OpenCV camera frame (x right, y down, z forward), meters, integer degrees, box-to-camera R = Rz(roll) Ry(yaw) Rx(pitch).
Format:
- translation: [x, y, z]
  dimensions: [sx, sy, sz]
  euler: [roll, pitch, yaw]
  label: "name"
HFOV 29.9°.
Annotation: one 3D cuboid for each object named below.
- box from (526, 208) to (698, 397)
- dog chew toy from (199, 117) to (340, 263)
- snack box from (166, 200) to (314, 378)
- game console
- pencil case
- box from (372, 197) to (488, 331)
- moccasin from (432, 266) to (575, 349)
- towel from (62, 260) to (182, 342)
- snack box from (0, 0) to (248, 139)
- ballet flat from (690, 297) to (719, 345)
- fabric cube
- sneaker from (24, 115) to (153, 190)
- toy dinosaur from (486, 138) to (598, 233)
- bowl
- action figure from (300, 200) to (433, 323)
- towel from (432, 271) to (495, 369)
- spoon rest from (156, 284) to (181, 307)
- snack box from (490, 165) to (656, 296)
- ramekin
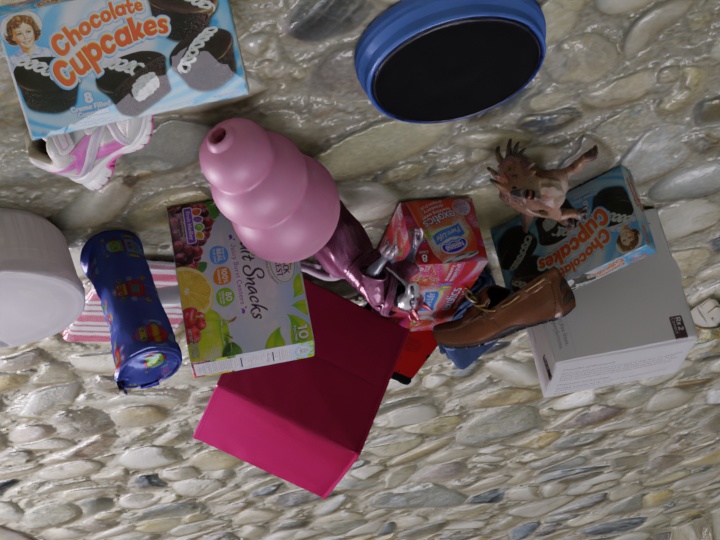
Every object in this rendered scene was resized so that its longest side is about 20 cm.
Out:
- translation: [0.324, 0.044, 1.821]
  dimensions: [0.199, 0.200, 0.131]
  euler: [-10, 154, -5]
  label: "box"
- translation: [-0.104, -0.092, 1.446]
  dimensions: [0.124, 0.125, 0.200]
  euler: [-21, 146, 17]
  label: "dog chew toy"
- translation: [-0.137, 0.012, 1.540]
  dimensions: [0.141, 0.201, 0.053]
  euler: [-10, 154, -6]
  label: "snack box"
- translation: [0.005, 0.092, 1.984]
  dimensions: [0.173, 0.119, 0.200]
  euler: [-53, 144, 9]
  label: "game console"
- translation: [-0.265, 0.048, 1.549]
  dimensions: [0.078, 0.200, 0.087]
  euler: [-10, 141, -20]
  label: "pencil case"
- translation: [0.081, -0.003, 1.733]
  dimensions: [0.099, 0.096, 0.200]
  euler: [-4, 153, -17]
  label: "box"
- translation: [0.172, 0.046, 1.699]
  dimensions: [0.201, 0.078, 0.074]
  euler: [-22, -175, 42]
  label: "moccasin"
- translation: [-0.287, 0.037, 1.729]
  dimensions: [0.146, 0.030, 0.200]
  euler: [3, 148, -30]
  label: "towel"
- translation: [-0.209, -0.195, 1.192]
  dimensions: [0.199, 0.037, 0.117]
  euler: [-12, 117, -1]
  label: "snack box"
- translation: [0.588, 0.070, 2.168]
  dimensions: [0.199, 0.071, 0.071]
  euler: [-9, 155, -5]
  label: "ballet flat"
- translation: [-0.079, 0.147, 1.761]
  dimensions: [0.199, 0.201, 0.196]
  euler: [25, 149, -2]
  label: "fabric cube"
- translation: [-0.264, -0.143, 1.302]
  dimensions: [0.088, 0.082, 0.200]
  euler: [4, 149, -35]
  label: "sneaker"
- translation: [0.200, -0.100, 1.617]
  dimensions: [0.135, 0.086, 0.200]
  euler: [4, 168, -11]
  label: "toy dinosaur"
- translation: [0.094, -0.216, 1.369]
  dimensions: [0.200, 0.040, 0.201]
  euler: [-11, 154, -5]
  label: "bowl"
- translation: [0.000, 0.000, 1.578]
  dimensions: [0.149, 0.200, 0.134]
  euler: [-51, 156, 18]
  label: "action figure"
- translation: [0.154, 0.069, 1.949]
  dimensions: [0.112, 0.049, 0.200]
  euler: [-38, 154, -5]
  label: "towel"
- translation: [-0.184, 0.005, 1.628]
  dimensions: [0.199, 0.100, 0.061]
  euler: [-14, 152, 12]
  label: "spoon rest"
- translation: [0.270, -0.038, 1.725]
  dimensions: [0.199, 0.117, 0.037]
  euler: [-27, 151, 27]
  label: "snack box"
- translation: [-0.418, 0.008, 1.524]
  dimensions: [0.201, 0.095, 0.203]
  euler: [-11, 155, -5]
  label: "ramekin"
